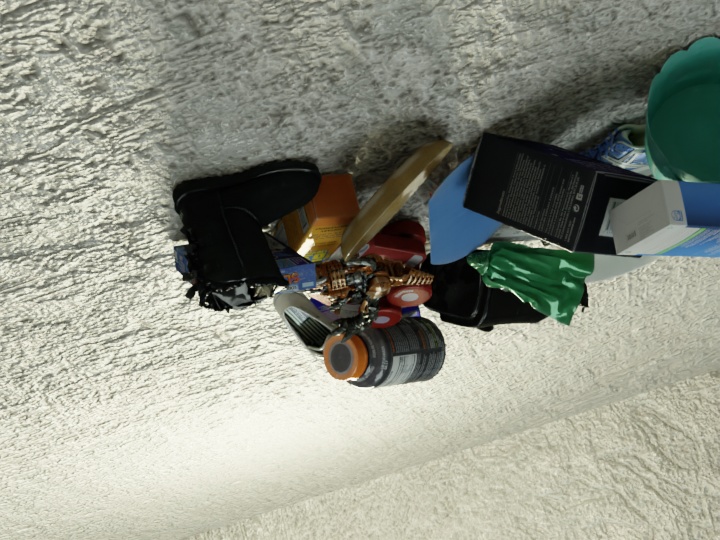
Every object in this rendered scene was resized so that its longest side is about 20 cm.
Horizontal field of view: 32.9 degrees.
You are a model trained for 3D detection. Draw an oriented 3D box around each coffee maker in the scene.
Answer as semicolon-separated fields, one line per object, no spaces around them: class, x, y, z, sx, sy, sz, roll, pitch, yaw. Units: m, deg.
coffee maker;0.216;0.020;1.876;0.192;0.135;0.200;-14;172;37

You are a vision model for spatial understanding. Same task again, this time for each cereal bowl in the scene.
cereal bowl;0.407;-0.056;1.962;0.200;0.083;0.200;-15;161;-5

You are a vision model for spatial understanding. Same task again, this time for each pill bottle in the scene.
pill bottle;0.034;0.127;1.885;0.106;0.106;0.200;-32;160;37

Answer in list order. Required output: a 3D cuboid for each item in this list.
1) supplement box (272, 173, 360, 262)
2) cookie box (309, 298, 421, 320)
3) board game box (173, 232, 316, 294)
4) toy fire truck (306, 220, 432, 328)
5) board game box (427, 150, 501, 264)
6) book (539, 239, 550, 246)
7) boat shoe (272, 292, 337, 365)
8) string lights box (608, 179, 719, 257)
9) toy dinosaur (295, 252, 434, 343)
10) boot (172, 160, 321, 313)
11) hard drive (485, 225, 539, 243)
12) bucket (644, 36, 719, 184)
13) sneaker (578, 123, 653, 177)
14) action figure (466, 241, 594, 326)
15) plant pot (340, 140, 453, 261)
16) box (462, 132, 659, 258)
supplement box;-0.064;-0.054;1.620;0.067;0.069;0.200;-7;160;-22
cookie box;0.014;0.086;2.047;0.171;0.075;0.200;-16;160;0
board game box;-0.152;-0.006;1.563;0.135;0.034;0.200;-9;-164;-19
toy fire truck;0.000;0.000;1.769;0.168;0.112;0.200;11;149;-28
board game box;0.143;-0.100;1.661;0.158;0.039;0.200;-34;147;-19
book;0.350;-0.089;1.749;0.200;0.048;0.134;-18;180;7
boat shoe;-0.064;0.109;1.905;0.074;0.067;0.200;-43;115;15
string lights box;0.409;-0.058;1.448;0.200;0.059;0.103;1;161;-26
toy dinosaur;0.003;0.023;1.631;0.200;0.102;0.136;15;144;-15
boot;-0.124;-0.042;1.453;0.198;0.163;0.073;-11;148;-15
hard drive;0.246;-0.085;1.827;0.200;0.038;0.140;-5;158;-31
bucket;0.450;-0.177;1.513;0.207;0.207;0.135;-17;164;3
sneaker;0.347;-0.161;1.677;0.200;0.076;0.077;-19;135;15
action figure;0.239;0.003;1.771;0.200;0.118;0.055;15;-178;-28
plant pot;0.040;-0.093;1.526;0.200;0.027;0.200;-46;177;-3
box;0.255;-0.096;1.550;0.148;0.104;0.200;3;-163;-43
